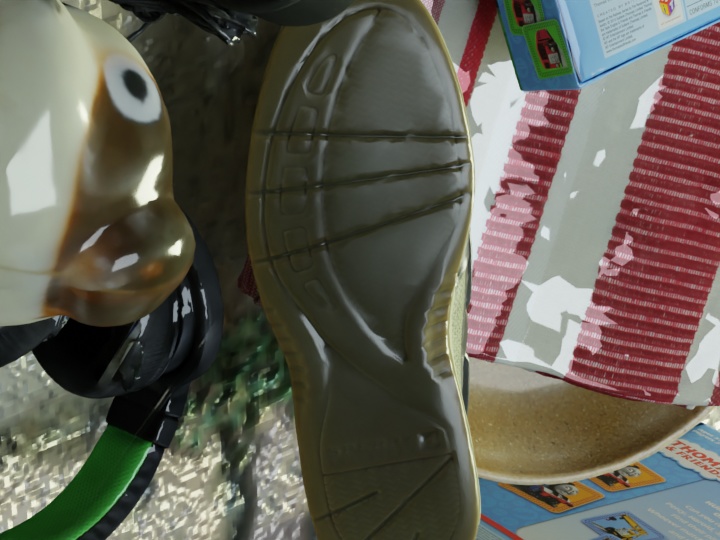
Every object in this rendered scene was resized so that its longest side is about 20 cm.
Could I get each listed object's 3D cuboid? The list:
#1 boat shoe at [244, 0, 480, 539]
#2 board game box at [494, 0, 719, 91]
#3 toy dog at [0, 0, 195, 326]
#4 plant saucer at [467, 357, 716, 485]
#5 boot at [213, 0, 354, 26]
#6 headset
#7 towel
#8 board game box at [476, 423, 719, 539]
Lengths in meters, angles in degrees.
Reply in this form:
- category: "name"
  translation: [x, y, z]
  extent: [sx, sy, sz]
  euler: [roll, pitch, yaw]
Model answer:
- category: "boat shoe"
  translation: [0.001, 0.000, 0.883]
  extent: [0.072, 0.066, 0.201]
  euler: [-8, 111, -3]
- category: "board game box"
  translation: [0.088, -0.178, 0.916]
  extent: [0.151, 0.037, 0.200]
  euler: [-26, 107, -33]
- category: "toy dog"
  translation: [-0.141, -0.004, 0.725]
  extent: [0.200, 0.140, 0.194]
  euler: [-28, 136, -11]
- category: "plant saucer"
  translation: [0.071, -0.024, 0.995]
  extent: [0.200, 0.035, 0.201]
  euler: [-8, 109, -24]
- category: "boot"
  translation: [-0.058, -0.176, 0.746]
  extent: [0.158, 0.079, 0.212]
  euler: [13, 72, -48]
- category: "headset"
  translation: [-0.087, 0.004, 0.843]
  extent: [0.123, 0.094, 0.200]
  euler: [15, 92, -47]
- category: "towel"
  translation: [0.063, -0.037, 0.956]
  extent: [0.200, 0.023, 0.144]
  euler: [15, 96, -30]
- category: "board game box"
  translation: [0.113, 0.116, 1.039]
  extent: [0.200, 0.151, 0.037]
  euler: [-10, 118, -40]
